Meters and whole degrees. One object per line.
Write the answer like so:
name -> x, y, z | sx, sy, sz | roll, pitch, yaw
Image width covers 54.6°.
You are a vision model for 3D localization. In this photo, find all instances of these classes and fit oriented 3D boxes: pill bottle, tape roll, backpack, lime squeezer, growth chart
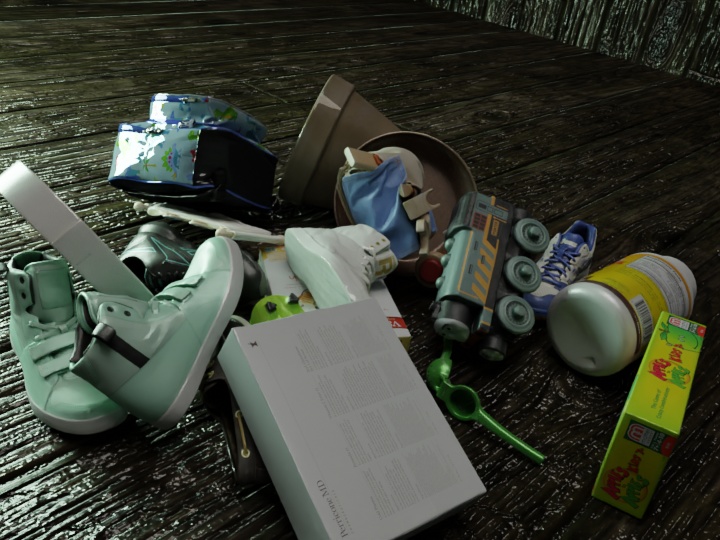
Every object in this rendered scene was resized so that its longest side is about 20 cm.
pill bottle -> 0.319, 0.044, 0.829 | 0.199, 0.110, 0.109 | -19, 39, -39
tape roll -> -0.288, -0.025, 0.713 | 0.037, 0.203, 0.202 | -45, 52, -16
backpack -> -0.232, -0.159, 0.963 | 0.199, 0.148, 0.183 | 5, -3, 23
lime squeezer -> 0.107, 0.127, 0.718 | 0.070, 0.038, 0.200 | 28, 16, -35
growth chart -> -0.195, -0.062, 0.886 | 0.199, 0.018, 0.144 | 18, 8, 37

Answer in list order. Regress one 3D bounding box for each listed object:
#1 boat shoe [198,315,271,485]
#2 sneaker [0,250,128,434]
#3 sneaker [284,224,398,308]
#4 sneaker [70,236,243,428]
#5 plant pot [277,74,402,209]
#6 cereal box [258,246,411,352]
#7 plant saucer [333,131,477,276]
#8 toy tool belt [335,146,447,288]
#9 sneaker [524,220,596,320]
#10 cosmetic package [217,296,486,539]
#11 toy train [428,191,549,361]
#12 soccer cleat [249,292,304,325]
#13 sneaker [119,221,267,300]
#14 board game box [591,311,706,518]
boat shoe -> -0.114, 0.110, 0.639 | 0.060, 0.072, 0.201 | -5, 35, -29
sneaker -> -0.279, 0.058, 0.639 | 0.073, 0.119, 0.200 | -19, 39, -39
sneaker -> 0.000, 0.000, 0.779 | 0.115, 0.074, 0.200 | -8, 33, -23
sneaker -> -0.182, 0.026, 0.628 | 0.118, 0.074, 0.201 | 38, 46, -29
plant pot -> -0.006, -0.167, 1.054 | 0.173, 0.201, 0.200 | 24, 30, -4
cereal box -> -0.037, 0.034, 0.822 | 0.143, 0.040, 0.200 | -1, 31, -17
plant saucer -> 0.062, -0.089, 0.958 | 0.199, 0.202, 0.037 | 7, -10, -3
toy tool belt -> 0.044, -0.062, 0.866 | 0.124, 0.201, 0.123 | -29, -2, 18
sneaker -> 0.257, -0.007, 0.923 | 0.075, 0.089, 0.200 | 24, 34, 22
cosmetic package -> -0.009, 0.126, 0.577 | 0.150, 0.052, 0.201 | -9, 58, -39
toy train -> 0.145, 0.003, 0.806 | 0.113, 0.085, 0.201 | 21, 62, -5
soccer cleat -> -0.047, 0.113, 0.664 | 0.067, 0.081, 0.200 | -13, 58, -37
sneaker -> -0.200, 0.005, 0.817 | 0.199, 0.076, 0.079 | 15, 42, 26
board game box -> 0.283, 0.131, 0.677 | 0.047, 0.102, 0.200 | 21, 32, 23
